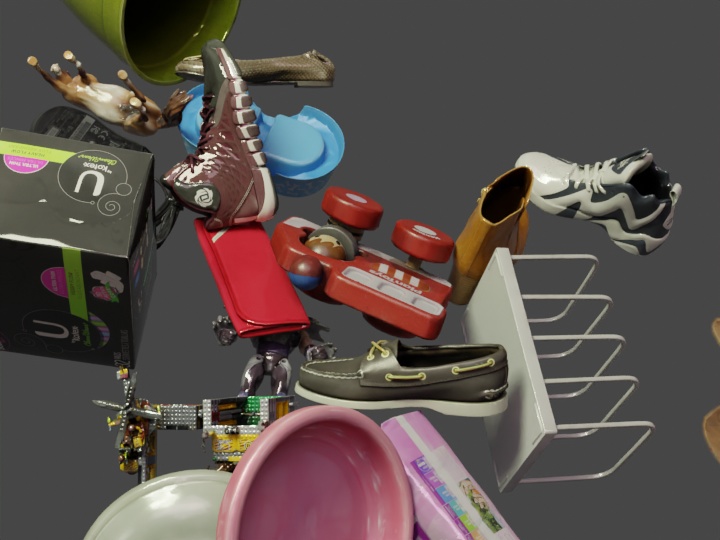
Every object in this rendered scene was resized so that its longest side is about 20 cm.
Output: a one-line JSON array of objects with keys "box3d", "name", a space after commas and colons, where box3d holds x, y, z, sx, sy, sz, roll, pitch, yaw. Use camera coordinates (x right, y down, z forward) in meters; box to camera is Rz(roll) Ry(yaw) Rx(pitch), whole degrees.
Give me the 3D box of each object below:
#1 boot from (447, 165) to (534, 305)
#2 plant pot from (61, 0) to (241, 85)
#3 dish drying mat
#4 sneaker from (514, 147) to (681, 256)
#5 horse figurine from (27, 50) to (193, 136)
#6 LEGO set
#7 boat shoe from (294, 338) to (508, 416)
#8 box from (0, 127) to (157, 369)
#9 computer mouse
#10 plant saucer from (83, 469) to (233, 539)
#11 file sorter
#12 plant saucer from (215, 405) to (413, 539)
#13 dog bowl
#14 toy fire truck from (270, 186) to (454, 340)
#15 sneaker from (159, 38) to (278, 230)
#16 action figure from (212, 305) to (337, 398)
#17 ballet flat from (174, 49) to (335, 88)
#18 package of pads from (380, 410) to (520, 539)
[{"box3d": [0.160, -0.062, 1.108, 0.070, 0.145, 0.201, 31, 46, 9], "name": "boot"}, {"box3d": [-0.277, -0.355, 1.222, 0.192, 0.202, 0.200, 31, 55, 25], "name": "plant pot"}, {"box3d": [-0.118, -0.002, 1.063, 0.076, 0.018, 0.201, -7, 38, -21], "name": "dish drying mat"}, {"box3d": [0.283, -0.110, 1.183, 0.198, 0.130, 0.080, 35, 56, 14], "name": "sneaker"}, {"box3d": [-0.279, -0.195, 1.139, 0.198, 0.133, 0.050, 20, 79, 8], "name": "horse figurine"}, {"box3d": [-0.137, 0.170, 0.876, 0.197, 0.116, 0.156, 6, 86, 11], "name": "LEGO set"}, {"box3d": [0.037, 0.093, 0.941, 0.198, 0.061, 0.072, 2, 15, 6], "name": "boat shoe"}, {"box3d": [-0.277, -0.015, 0.971, 0.147, 0.201, 0.126, 8, 55, -4], "name": "box"}, {"box3d": [-0.284, -0.093, 1.122, 0.198, 0.046, 0.142, 22, 58, -3], "name": "computer mouse"}, {"box3d": [-0.134, 0.264, 0.824, 0.197, 0.203, 0.050, -3, 14, -12], "name": "plant saucer"}, {"box3d": [0.194, 0.098, 1.024, 0.123, 0.139, 0.202, -1, 57, -14], "name": "file sorter"}, {"box3d": [-0.041, 0.210, 0.816, 0.199, 0.050, 0.203, 4, 84, -44], "name": "plant saucer"}, {"box3d": [-0.118, -0.150, 1.184, 0.198, 0.050, 0.112, 18, 55, 1], "name": "dog bowl"}, {"box3d": [0.000, 0.000, 1.021, 0.198, 0.113, 0.168, 24, 15, 7], "name": "toy fire truck"}, {"box3d": [-0.166, -0.138, 1.081, 0.114, 0.076, 0.202, -18, 95, -12], "name": "sneaker"}, {"box3d": [-0.090, 0.096, 1.014, 0.128, 0.070, 0.202, 7, 52, 0], "name": "action figure"}, {"box3d": [-0.126, -0.249, 1.235, 0.197, 0.067, 0.047, 0, 97, -15], "name": "ballet flat"}, {"box3d": [0.066, 0.240, 0.912, 0.075, 0.121, 0.201, -17, 59, -43], "name": "package of pads"}]
